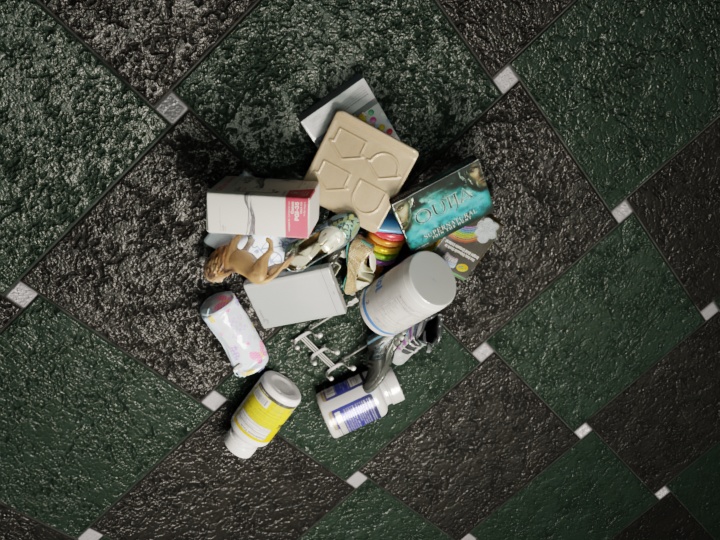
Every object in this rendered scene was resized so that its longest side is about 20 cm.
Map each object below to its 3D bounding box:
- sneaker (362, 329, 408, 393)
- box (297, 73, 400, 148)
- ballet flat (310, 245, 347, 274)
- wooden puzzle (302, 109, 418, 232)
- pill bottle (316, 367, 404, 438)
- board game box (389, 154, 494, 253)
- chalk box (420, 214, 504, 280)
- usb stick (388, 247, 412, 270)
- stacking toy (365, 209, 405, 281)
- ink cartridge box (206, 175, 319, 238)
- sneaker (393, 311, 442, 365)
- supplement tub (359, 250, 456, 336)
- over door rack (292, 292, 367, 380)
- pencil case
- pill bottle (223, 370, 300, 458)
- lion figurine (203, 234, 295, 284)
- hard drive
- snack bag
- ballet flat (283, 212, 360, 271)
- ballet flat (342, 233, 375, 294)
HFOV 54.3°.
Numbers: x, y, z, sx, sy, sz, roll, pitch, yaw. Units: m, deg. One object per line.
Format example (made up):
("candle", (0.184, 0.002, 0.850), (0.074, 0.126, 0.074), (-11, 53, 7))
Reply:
("sneaker", (0.044, 0.192, 1.655), (0.081, 0.073, 0.201), (25, 92, 3))
("box", (-0.013, -0.277, 1.454), (0.155, 0.041, 0.200), (-33, 123, 3))
("ballet flat", (-0.066, -0.035, 1.558), (0.068, 0.068, 0.201), (15, 122, -34))
("wooden puzzle", (-0.005, -0.201, 1.425), (0.184, 0.046, 0.201), (27, 113, -5))
("pill bottle", (0.002, 0.318, 1.730), (0.199, 0.120, 0.120), (-24, 122, -3))
("board game box", (0.169, -0.134, 1.444), (0.199, 0.028, 0.136), (-28, 126, -1))
("chalk box", (0.201, -0.070, 1.585), (0.124, 0.124, 0.201), (27, 108, -28))
("usb stick", (0.089, 0.041, 1.650), (0.055, 0.033, 0.202), (5, 113, 1))
("stacking toy", (0.049, -0.052, 1.569), (0.109, 0.116, 0.201), (3, 127, -17))
("ink cartridge box", (-0.187, -0.126, 1.371), (0.198, 0.147, 0.083), (4, 111, 3))
("sneaker", (0.136, 0.168, 1.679), (0.077, 0.140, 0.201), (13, 112, -23))
("supplement tub", (0.099, 0.054, 1.529), (0.131, 0.133, 0.200), (21, 146, -26))
("over door rack", (-0.041, 0.162, 1.665), (0.200, 0.067, 0.148), (-39, 122, 5))
("pencil case", (-0.282, 0.143, 1.569), (0.090, 0.083, 0.201), (-36, 123, -22))
("pill bottle", (-0.240, 0.348, 1.677), (0.111, 0.111, 0.200), (30, 106, -28))
("lion figurine", (-0.233, -0.013, 1.438), (0.123, 0.199, 0.073), (-59, 141, -16))
("hard drive", (-0.144, 0.058, 1.557), (0.198, 0.027, 0.133), (-11, 125, 13))
("snack bag", (-0.213, -0.091, 1.503), (0.199, 0.021, 0.189), (27, 106, -24))
("ballet flat", (-0.083, -0.051, 1.461), (0.199, 0.075, 0.074), (-32, 126, 32))
("ballet flat", (0.000, 0.000, 1.548), (0.065, 0.071, 0.201), (23, 149, 13))
